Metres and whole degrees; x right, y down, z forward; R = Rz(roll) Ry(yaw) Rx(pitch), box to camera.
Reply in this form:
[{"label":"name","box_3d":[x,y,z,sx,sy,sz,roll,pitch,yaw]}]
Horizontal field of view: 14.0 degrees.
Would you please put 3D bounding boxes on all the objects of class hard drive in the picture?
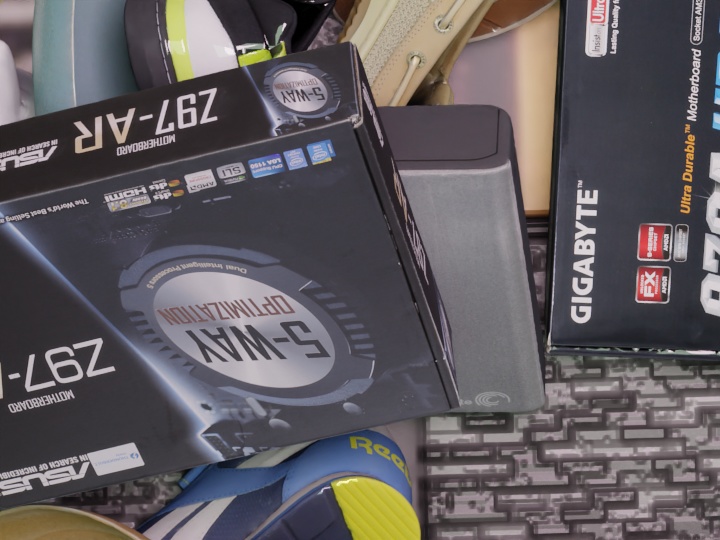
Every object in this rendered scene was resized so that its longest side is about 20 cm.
[{"label":"hard drive","box_3d":[0.000,0.000,1.192,0.139,0.200,0.033,-1,61,8]}]

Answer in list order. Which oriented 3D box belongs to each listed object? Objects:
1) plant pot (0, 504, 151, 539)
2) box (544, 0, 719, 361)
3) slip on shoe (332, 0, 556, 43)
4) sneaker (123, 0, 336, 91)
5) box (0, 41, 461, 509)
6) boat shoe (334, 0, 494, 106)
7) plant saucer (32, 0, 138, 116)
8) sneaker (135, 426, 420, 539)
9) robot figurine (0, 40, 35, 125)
[{"label":"plant pot","box_3d":[-0.106,0.190,1.225,0.199,0.027,0.201,12,111,33]},{"label":"box","box_3d":[0.160,-0.061,1.231,0.158,0.046,0.201,2,113,1]},{"label":"slip on shoe","box_3d":[0.076,-0.162,1.251,0.199,0.061,0.076,-29,122,19]},{"label":"sneaker","box_3d":[-0.035,-0.121,1.189,0.082,0.200,0.072,-8,125,15]},{"label":"box","box_3d":[-0.076,0.007,1.098,0.199,0.044,0.161,-12,135,7]},{"label":"boat shoe","box_3d":[0.026,-0.088,1.216,0.063,0.073,0.201,28,118,9]},{"label":"plant saucer","box_3d":[-0.093,-0.076,1.189,0.027,0.200,0.201,-1,94,14]},{"label":"sneaker","box_3d":[-0.060,0.124,1.267,0.199,0.082,0.074,-25,122,19]},{"label":"robot figurine","box_3d":[-0.168,-0.007,1.213,0.113,0.169,0.201,-27,128,-26]}]
